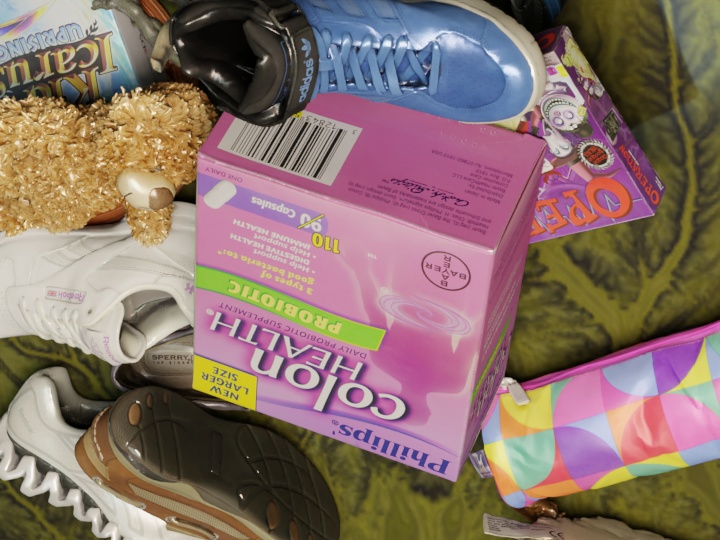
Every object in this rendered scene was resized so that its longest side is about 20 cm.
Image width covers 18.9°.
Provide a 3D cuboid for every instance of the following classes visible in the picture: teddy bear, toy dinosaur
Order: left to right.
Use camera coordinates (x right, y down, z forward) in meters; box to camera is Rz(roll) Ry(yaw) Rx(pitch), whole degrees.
[{"bbox_3d":[-0.173,-0.057,1.292,0.198,0.067,0.145,1,144,17],"label":"teddy bear"},{"bbox_3d":[-0.102,-0.139,1.257,0.088,0.200,0.048,44,101,14],"label":"toy dinosaur"}]

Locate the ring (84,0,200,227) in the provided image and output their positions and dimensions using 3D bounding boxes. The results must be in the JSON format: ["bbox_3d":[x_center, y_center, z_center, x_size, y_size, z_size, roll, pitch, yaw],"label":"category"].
[{"bbox_3d":[-0.197,-0.108,1.378,0.198,0.019,0.202,6,115,14],"label":"ring"}]

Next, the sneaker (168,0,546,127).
[{"bbox_3d":[-0.008,-0.110,1.150,0.199,0.111,0.077,22,127,19],"label":"sneaker"}]

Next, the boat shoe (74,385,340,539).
[{"bbox_3d":[-0.099,0.137,1.398,0.074,0.076,0.199,-26,133,37],"label":"boat shoe"}]

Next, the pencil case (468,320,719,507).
[{"bbox_3d":[0.165,0.086,1.321,0.198,0.088,0.089,-16,107,20],"label":"pencil case"}]

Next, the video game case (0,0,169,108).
[{"bbox_3d":[-0.239,-0.164,1.331,0.198,0.045,0.183,-13,109,20],"label":"video game case"}]

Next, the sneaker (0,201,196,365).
[{"bbox_3d":[-0.179,0.016,1.376,0.198,0.100,0.075,-14,135,22],"label":"sneaker"}]

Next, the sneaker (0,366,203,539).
[{"bbox_3d":[-0.153,0.139,1.445,0.199,0.075,0.081,31,109,1],"label":"sneaker"}]

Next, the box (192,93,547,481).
[{"bbox_3d":[0.000,0.000,1.249,0.174,0.097,0.201,19,139,11],"label":"box"}]

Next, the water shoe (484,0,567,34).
[{"bbox_3d":[0.094,-0.170,1.232,0.071,0.079,0.201,24,117,4],"label":"water shoe"}]

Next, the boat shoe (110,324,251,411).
[{"bbox_3d":[-0.066,0.058,1.384,0.198,0.065,0.073,-2,110,16],"label":"boat shoe"}]

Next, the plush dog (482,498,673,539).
[{"bbox_3d":[0.130,0.246,1.369,0.160,0.199,0.173,29,112,40],"label":"plush dog"}]

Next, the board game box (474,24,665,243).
[{"bbox_3d":[0.063,-0.064,1.244,0.199,0.032,0.120,-14,128,39],"label":"board game box"}]
